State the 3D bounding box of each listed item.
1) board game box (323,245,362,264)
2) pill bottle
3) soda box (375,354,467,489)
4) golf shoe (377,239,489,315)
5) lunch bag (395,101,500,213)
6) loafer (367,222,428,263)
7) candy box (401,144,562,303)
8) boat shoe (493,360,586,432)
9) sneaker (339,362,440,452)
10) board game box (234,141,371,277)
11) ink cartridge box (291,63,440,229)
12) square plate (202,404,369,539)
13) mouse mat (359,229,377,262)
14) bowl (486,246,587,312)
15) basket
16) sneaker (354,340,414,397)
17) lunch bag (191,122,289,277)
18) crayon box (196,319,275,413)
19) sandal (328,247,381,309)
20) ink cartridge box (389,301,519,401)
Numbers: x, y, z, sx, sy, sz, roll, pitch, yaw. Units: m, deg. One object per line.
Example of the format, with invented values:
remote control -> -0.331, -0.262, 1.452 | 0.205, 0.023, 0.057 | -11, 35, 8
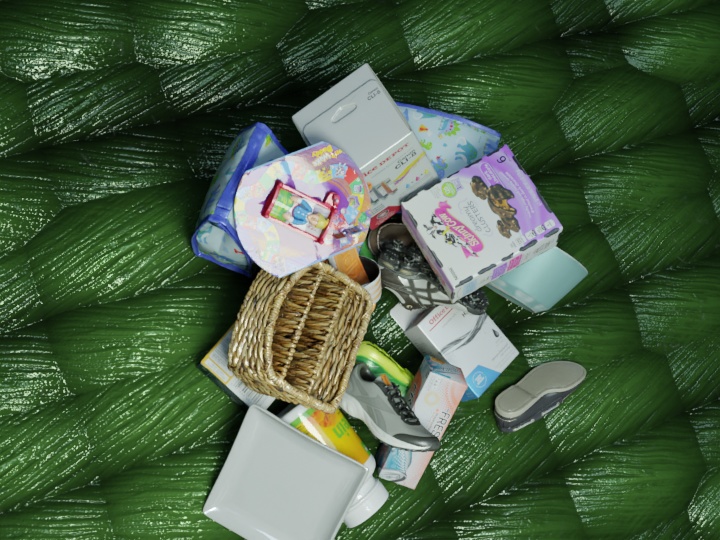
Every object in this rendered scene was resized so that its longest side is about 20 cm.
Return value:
board game box -> -0.059, -0.056, 1.436 | 0.034, 0.200, 0.137 | 9, 70, 29
pill bottle -> -0.046, 0.289, 1.397 | 0.111, 0.111, 0.201 | -37, 91, -23
soda box -> 0.094, 0.238, 1.428 | 0.068, 0.064, 0.202 | 21, 107, -11
golf shoe -> 0.115, 0.031, 1.489 | 0.198, 0.095, 0.078 | 30, 38, 15
lunch bag -> 0.116, -0.178, 1.552 | 0.198, 0.127, 0.172 | 20, 72, -10
loafer -> 0.109, -0.043, 1.545 | 0.197, 0.071, 0.074 | 9, 79, -19
candy box -> 0.187, -0.074, 1.428 | 0.198, 0.072, 0.169 | -29, 71, -7
boat shoe -> 0.311, 0.219, 1.580 | 0.198, 0.072, 0.063 | -23, 129, -28
sneaker -> 0.042, 0.209, 1.370 | 0.074, 0.199, 0.080 | 12, 106, -51
board game box -> -0.077, -0.084, 1.267 | 0.198, 0.039, 0.160 | -22, 105, -10
ink cartridge box -> 0.012, -0.187, 1.408 | 0.145, 0.200, 0.146 | -35, 67, 5
square plate -> -0.111, 0.324, 1.345 | 0.198, 0.028, 0.200 | 28, 105, 6
mouse mat -> -0.052, -0.053, 1.530 | 0.199, 0.008, 0.162 | 34, 69, -9
bowl -> 0.276, 0.000, 1.551 | 0.199, 0.201, 0.106 | 30, 90, -11
basket -> -0.086, 0.084, 1.326 | 0.147, 0.143, 0.202 | 12, 66, 24
sneaker -> 0.053, 0.200, 1.485 | 0.200, 0.074, 0.084 | 43, 97, -11
lunch bag -> -0.177, -0.108, 1.378 | 0.126, 0.200, 0.172 | 20, 70, 4
crayon box -> -0.146, 0.116, 1.434 | 0.126, 0.052, 0.200 | 43, 69, -6
sandal -> -0.004, 0.005, 1.447 | 0.079, 0.059, 0.208 | -52, 138, -33
ink cartridge box -> 0.157, 0.106, 1.534 | 0.116, 0.067, 0.200 | -42, 93, -22
